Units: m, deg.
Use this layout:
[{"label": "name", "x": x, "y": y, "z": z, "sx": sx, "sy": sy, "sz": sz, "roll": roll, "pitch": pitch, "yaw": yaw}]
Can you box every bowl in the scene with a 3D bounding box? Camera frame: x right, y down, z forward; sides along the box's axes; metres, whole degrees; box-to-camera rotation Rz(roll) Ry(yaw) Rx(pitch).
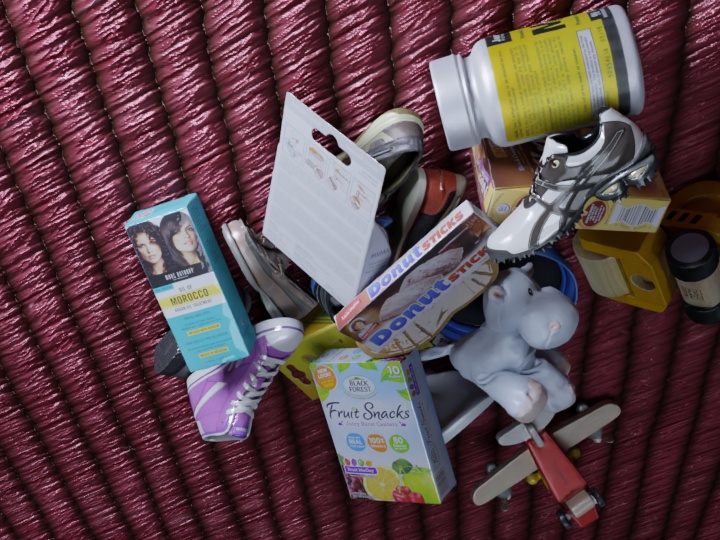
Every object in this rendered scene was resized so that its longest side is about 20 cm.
[{"label": "bowl", "x": 0.180, "y": 0.030, "z": 1.353, "sx": 0.200, "sy": 0.039, "sz": 0.201, "roll": -3, "pitch": 137, "yaw": -3}, {"label": "bowl", "x": 0.090, "y": 0.201, "z": 1.461, "sx": 0.201, "sy": 0.090, "sz": 0.201, "roll": -38, "pitch": 166, "yaw": -11}]

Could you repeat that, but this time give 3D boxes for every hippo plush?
[{"label": "hippo plush", "x": 0.196, "y": 0.069, "z": 1.295, "sx": 0.200, "sy": 0.159, "sz": 0.161, "roll": 29, "pitch": 120, "yaw": 23}]

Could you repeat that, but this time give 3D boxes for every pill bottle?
[{"label": "pill bottle", "x": 0.177, "y": -0.191, "z": 1.063, "sx": 0.199, "sy": 0.115, "sz": 0.114, "roll": -13, "pitch": 137, "yaw": 8}]

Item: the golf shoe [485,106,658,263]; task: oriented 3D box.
[{"label": "golf shoe", "x": 0.197, "y": -0.088, "z": 1.053, "sx": 0.200, "sy": 0.078, "sz": 0.095, "roll": -36, "pitch": 108, "yaw": 18}]

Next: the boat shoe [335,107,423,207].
[{"label": "boat shoe", "x": 0.001, "y": -0.099, "z": 1.179, "sx": 0.073, "sy": 0.065, "sz": 0.200, "roll": 19, "pitch": 133, "yaw": -26}]

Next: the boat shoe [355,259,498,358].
[{"label": "boat shoe", "x": 0.080, "y": 0.032, "z": 1.264, "sx": 0.200, "sy": 0.069, "sz": 0.074, "roll": -35, "pitch": 109, "yaw": 14}]

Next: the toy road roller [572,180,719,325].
[{"label": "toy road roller", "x": 0.375, "y": -0.035, "z": 1.267, "sx": 0.200, "sy": 0.146, "sz": 0.123, "roll": 13, "pitch": 151, "yaw": 39}]

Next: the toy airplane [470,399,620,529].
[{"label": "toy airplane", "x": 0.278, "y": 0.276, "z": 1.574, "sx": 0.199, "sy": 0.141, "sz": 0.200, "roll": 11, "pitch": 98, "yaw": -4}]

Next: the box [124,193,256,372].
[{"label": "box", "x": -0.198, "y": 0.016, "z": 1.238, "sx": 0.082, "sy": 0.049, "sz": 0.201, "roll": -16, "pitch": 111, "yaw": 12}]

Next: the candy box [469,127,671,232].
[{"label": "candy box", "x": 0.229, "y": -0.104, "z": 1.158, "sx": 0.199, "sy": 0.117, "sz": 0.057, "roll": 1, "pitch": 137, "yaw": -8}]

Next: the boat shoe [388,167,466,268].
[{"label": "boat shoe", "x": 0.064, "y": -0.044, "z": 1.243, "sx": 0.062, "sy": 0.071, "sz": 0.200, "roll": 3, "pitch": 138, "yaw": -21}]

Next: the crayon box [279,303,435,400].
[{"label": "crayon box", "x": -0.014, "y": 0.092, "z": 1.391, "sx": 0.199, "sy": 0.051, "sz": 0.127, "roll": -24, "pitch": 133, "yaw": 18}]

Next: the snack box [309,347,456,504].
[{"label": "snack box", "x": 0.029, "y": 0.197, "z": 1.333, "sx": 0.142, "sy": 0.053, "sz": 0.201, "roll": -5, "pitch": 109, "yaw": 34}]

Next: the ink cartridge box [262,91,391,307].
[{"label": "ink cartridge box", "x": -0.030, "y": -0.076, "z": 1.142, "sx": 0.057, "sy": 0.162, "sz": 0.200, "roll": -22, "pitch": 142, "yaw": -41}]

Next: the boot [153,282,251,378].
[{"label": "boot", "x": -0.170, "y": 0.090, "z": 1.376, "sx": 0.131, "sy": 0.070, "sz": 0.200, "roll": 21, "pitch": 138, "yaw": -34}]

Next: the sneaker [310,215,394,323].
[{"label": "sneaker", "x": 0.000, "y": 0.000, "z": 1.249, "sx": 0.071, "sy": 0.083, "sz": 0.200, "roll": -15, "pitch": 157, "yaw": -29}]

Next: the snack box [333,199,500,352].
[{"label": "snack box", "x": 0.065, "y": 0.009, "z": 1.132, "sx": 0.200, "sy": 0.024, "sz": 0.072, "roll": -42, "pitch": 135, "yaw": 18}]

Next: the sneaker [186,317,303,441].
[{"label": "sneaker", "x": -0.135, "y": 0.149, "z": 1.319, "sx": 0.073, "sy": 0.115, "sz": 0.200, "roll": 20, "pitch": 131, "yaw": -41}]

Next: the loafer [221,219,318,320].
[{"label": "loafer", "x": -0.108, "y": -0.003, "z": 1.279, "sx": 0.063, "sy": 0.072, "sz": 0.200, "roll": -27, "pitch": 142, "yaw": -1}]
